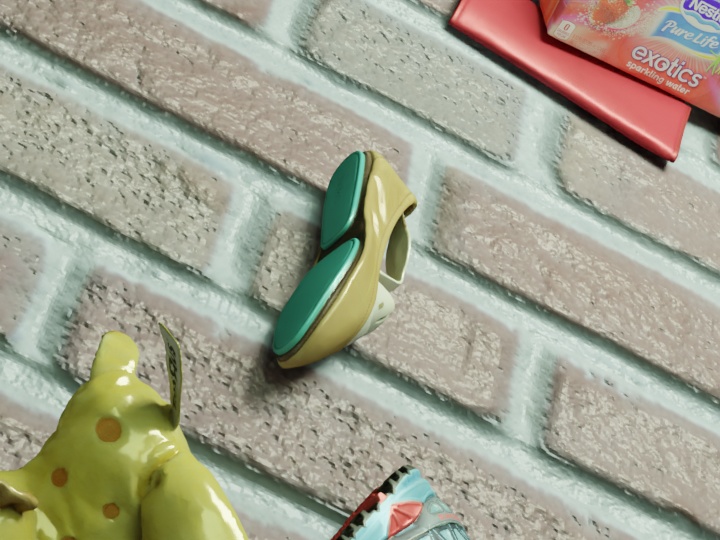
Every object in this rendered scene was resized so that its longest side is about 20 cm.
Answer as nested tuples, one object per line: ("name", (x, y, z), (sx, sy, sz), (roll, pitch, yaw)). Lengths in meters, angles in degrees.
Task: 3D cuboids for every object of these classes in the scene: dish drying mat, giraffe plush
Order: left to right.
("giraffe plush", (-0.149, 0.136, 0.997), (0.161, 0.201, 0.172), (-21, 30, -20))
("dish drying mat", (0.160, -0.154, 1.596), (0.199, 0.018, 0.077), (32, 39, -6))

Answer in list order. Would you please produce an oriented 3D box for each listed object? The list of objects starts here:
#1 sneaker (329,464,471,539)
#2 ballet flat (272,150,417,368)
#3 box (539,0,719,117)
("sneaker", (0.012, 0.183, 1.114), (0.095, 0.079, 0.200), (42, 40, 4))
("ballet flat", (0.000, 0.000, 1.297), (0.063, 0.069, 0.201), (39, 39, -18))
("box", (0.244, -0.204, 1.623), (0.199, 0.103, 0.095), (23, 32, -22))
